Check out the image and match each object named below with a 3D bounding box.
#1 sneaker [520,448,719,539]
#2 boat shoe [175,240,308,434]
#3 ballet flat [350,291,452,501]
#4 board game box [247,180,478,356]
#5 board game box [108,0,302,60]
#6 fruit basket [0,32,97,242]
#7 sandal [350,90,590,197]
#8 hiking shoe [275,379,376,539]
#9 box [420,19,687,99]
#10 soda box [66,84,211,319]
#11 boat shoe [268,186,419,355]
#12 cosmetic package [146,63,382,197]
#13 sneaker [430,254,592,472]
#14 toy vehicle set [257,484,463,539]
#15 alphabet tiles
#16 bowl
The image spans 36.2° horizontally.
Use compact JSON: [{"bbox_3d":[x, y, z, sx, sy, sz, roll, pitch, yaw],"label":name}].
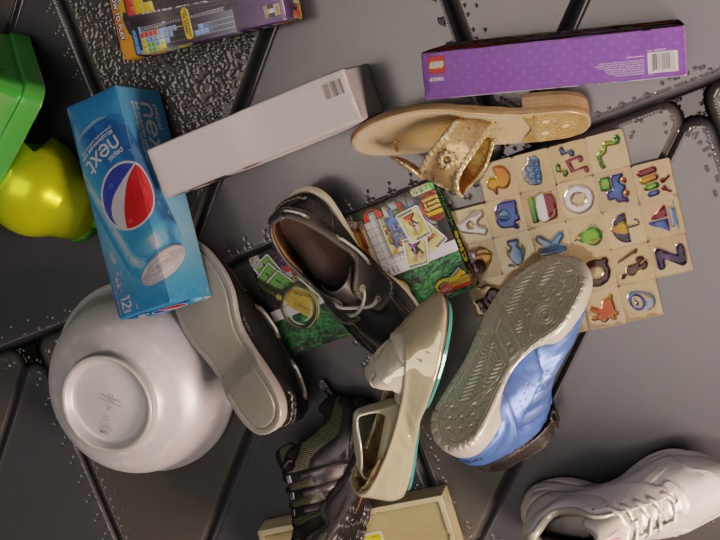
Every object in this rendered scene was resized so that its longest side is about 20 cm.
[{"bbox_3d":[0.234,0.220,0.968,0.197,0.099,0.079,-20,97,18],"label":"sneaker"},{"bbox_3d":[-0.113,0.059,1.045,0.074,0.060,0.201,-42,72,28],"label":"boat shoe"},{"bbox_3d":[0.029,0.112,0.949,0.068,0.070,0.203,15,112,11],"label":"ballet flat"},{"bbox_3d":[0.000,0.000,1.020,0.198,0.023,0.106,-22,98,20],"label":"board game box"},{"bbox_3d":[-0.153,-0.304,0.977,0.163,0.057,0.203,-9,100,18],"label":"board game box"},{"bbox_3d":[-0.341,-0.107,1.049,0.212,0.156,0.218,-13,130,-17],"label":"fruit basket"},{"bbox_3d":[0.092,-0.098,0.937,0.208,0.078,0.071,-7,69,12],"label":"sandal"},{"bbox_3d":[-0.040,0.210,1.044,0.100,0.076,0.202,21,80,28],"label":"hiking shoe"},{"bbox_3d":[0.157,-0.170,0.880,0.196,0.137,0.040,-3,103,15],"label":"box"},{"bbox_3d":[-0.203,-0.062,1.014,0.063,0.068,0.203,-18,85,26],"label":"soda box"},{"bbox_3d":[-0.009,0.019,0.980,0.072,0.068,0.201,-37,96,20],"label":"boat shoe"},{"bbox_3d":[-0.084,-0.124,0.986,0.197,0.083,0.051,-19,100,19],"label":"cosmetic package"},{"bbox_3d":[0.148,0.088,0.977,0.076,0.111,0.202,29,84,38],"label":"sneaker"},{"bbox_3d":[0.008,0.291,1.084,0.197,0.027,0.126,-14,98,18],"label":"toy vehicle set"},{"bbox_3d":[0.184,-0.027,0.975,0.197,0.006,0.169,-13,99,17],"label":"alphabet tiles"},{"bbox_3d":[-0.228,0.116,1.075,0.197,0.090,0.205,3,103,15],"label":"bowl"}]
